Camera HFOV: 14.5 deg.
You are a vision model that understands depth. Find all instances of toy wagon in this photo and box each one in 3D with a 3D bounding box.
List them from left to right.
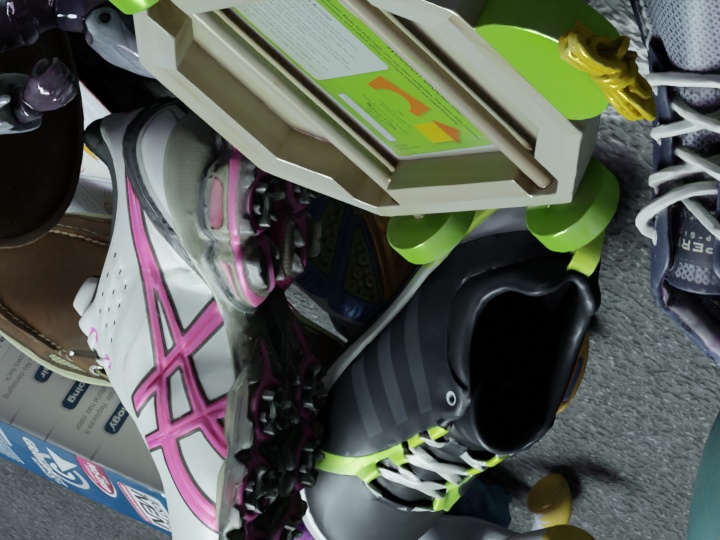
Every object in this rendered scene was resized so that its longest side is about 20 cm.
[{"bbox_3d":[0.017,-0.062,0.883,0.200,0.040,0.155,-4,143,48],"label":"toy wagon"}]

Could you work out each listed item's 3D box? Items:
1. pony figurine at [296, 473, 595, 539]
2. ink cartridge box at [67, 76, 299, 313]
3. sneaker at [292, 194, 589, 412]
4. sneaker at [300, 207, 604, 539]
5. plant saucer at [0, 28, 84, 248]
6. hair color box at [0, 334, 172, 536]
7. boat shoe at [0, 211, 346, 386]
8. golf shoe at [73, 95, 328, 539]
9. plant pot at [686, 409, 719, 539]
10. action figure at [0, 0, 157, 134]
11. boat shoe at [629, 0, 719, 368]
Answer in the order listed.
[{"bbox_3d":[0.002,0.126,1.374,0.193,0.167,0.200,28,144,-10],"label":"pony figurine"},{"bbox_3d":[-0.114,-0.046,1.266,0.174,0.044,0.200,7,147,47],"label":"ink cartridge box"},{"bbox_3d":[0.000,0.000,1.168,0.200,0.075,0.088,43,157,-24],"label":"sneaker"},{"bbox_3d":[0.033,0.049,1.091,0.072,0.083,0.200,17,121,-19],"label":"sneaker"},{"bbox_3d":[-0.178,-0.095,1.049,0.037,0.200,0.200,-25,129,24],"label":"plant saucer"},{"bbox_3d":[-0.134,0.040,1.286,0.200,0.100,0.061,22,158,27],"label":"hair color box"},{"bbox_3d":[-0.089,0.016,1.194,0.202,0.075,0.075,18,172,24],"label":"boat shoe"},{"bbox_3d":[-0.063,0.031,1.091,0.092,0.200,0.073,5,-167,24],"label":"golf shoe"},{"bbox_3d":[0.207,0.131,1.091,0.200,0.134,0.200,27,159,11],"label":"plant pot"},{"bbox_3d":[-0.085,-0.099,1.010,0.200,0.130,0.069,13,169,2],"label":"action figure"},{"bbox_3d":[0.118,-0.044,0.883,0.075,0.093,0.200,12,151,41],"label":"boat shoe"}]
